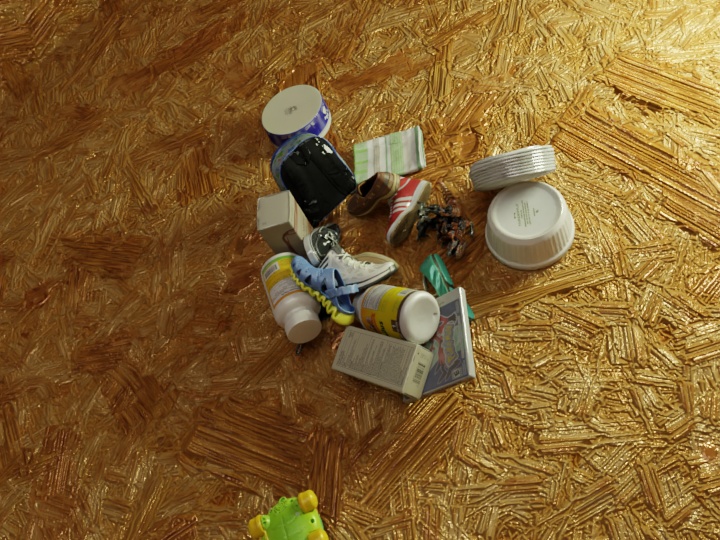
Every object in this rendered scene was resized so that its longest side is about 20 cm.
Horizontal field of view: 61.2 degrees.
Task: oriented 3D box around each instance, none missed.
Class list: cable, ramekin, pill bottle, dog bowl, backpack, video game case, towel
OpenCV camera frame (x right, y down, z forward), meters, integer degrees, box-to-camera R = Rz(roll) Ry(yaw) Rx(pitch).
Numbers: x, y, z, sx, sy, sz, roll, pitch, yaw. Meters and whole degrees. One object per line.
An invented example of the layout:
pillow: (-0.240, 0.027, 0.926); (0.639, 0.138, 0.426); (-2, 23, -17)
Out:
cable: (0.347, -0.234, 1.397); (0.197, 0.200, 0.071); (-12, 93, 17)
ramekin: (0.376, -0.110, 1.365); (0.199, 0.095, 0.205); (-10, 57, 15)
pill bottle: (-0.157, 0.065, 1.418); (0.110, 0.111, 0.202); (-28, 52, 2)
pill bottle: (0.069, 0.090, 1.315); (0.199, 0.109, 0.110); (8, 59, 53)
dog bowl: (-0.191, -0.452, 1.809); (0.197, 0.079, 0.203); (-10, 57, 15)
backpack: (-0.135, -0.252, 1.587); (0.183, 0.201, 0.147); (-41, 34, -6)
video game case: (0.154, 0.157, 1.278); (0.181, 0.023, 0.203); (-31, 48, 37)
towel: (0.074, -0.312, 1.649); (0.197, 0.031, 0.151); (-12, 55, 14)

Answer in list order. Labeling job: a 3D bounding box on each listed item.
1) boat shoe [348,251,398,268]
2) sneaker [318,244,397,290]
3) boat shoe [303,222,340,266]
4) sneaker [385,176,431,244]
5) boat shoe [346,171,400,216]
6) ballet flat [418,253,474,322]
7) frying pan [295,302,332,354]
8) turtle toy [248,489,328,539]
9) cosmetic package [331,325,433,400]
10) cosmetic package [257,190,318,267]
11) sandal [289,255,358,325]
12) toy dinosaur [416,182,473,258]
boat shoe: (0.000, 0.000, 1.463); (0.197, 0.071, 0.065); (1, 63, 33)
sneaker: (-0.018, -0.011, 1.387); (0.198, 0.075, 0.117); (-20, 88, 26)
boat shoe: (-0.086, -0.071, 1.486); (0.067, 0.073, 0.200); (-25, 12, 15)
sneaker: (0.087, -0.155, 1.520); (0.111, 0.072, 0.201); (20, 61, 26)
boat shoe: (0.018, -0.196, 1.520); (0.199, 0.067, 0.073); (-28, 52, 53)
ballet flat: (0.187, 0.054, 1.364); (0.070, 0.067, 0.202); (-42, 50, 22)
frying pan: (-0.095, 0.107, 1.451); (0.113, 0.031, 0.193); (-11, 60, 16)
turtle toy: (-0.119, 0.527, 1.153); (0.144, 0.101, 0.202); (-26, 54, 3)
cosmetic package: (0.044, 0.192, 1.282); (0.198, 0.073, 0.105); (12, 76, 42)
cosmetic package: (-0.173, -0.089, 1.499); (0.086, 0.201, 0.105); (-14, 55, 13)
sandal: (-0.074, 0.027, 1.354); (0.199, 0.079, 0.088); (39, 113, 17)
toy dinosaur: (0.201, -0.117, 1.458); (0.133, 0.103, 0.202); (-2, 39, 2)
